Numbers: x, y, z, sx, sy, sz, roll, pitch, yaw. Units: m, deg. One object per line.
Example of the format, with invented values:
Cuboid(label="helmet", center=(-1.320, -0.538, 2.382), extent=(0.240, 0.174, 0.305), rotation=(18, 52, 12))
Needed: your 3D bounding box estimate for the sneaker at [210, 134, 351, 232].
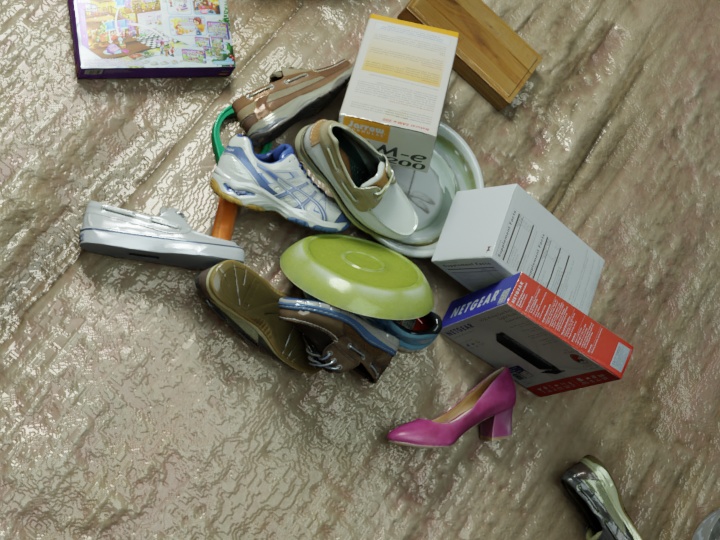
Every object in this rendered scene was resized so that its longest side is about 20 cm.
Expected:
Cuboid(label="sneaker", center=(-0.085, -0.109, 1.416), extent=(0.200, 0.075, 0.088), rotation=(16, 99, -33))

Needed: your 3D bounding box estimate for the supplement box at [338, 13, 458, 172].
Cuboid(label="supplement box", center=(0.050, -0.234, 1.477), extent=(0.126, 0.074, 0.200), rotation=(14, 53, 3))

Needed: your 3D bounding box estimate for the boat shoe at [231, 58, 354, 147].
Cuboid(label="boat shoe", center=(-0.085, -0.234, 1.464), extent=(0.072, 0.076, 0.200), rotation=(50, 51, 3))

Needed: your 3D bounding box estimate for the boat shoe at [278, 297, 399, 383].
Cuboid(label="boat shoe", center=(-0.027, 0.088, 1.367), extent=(0.200, 0.072, 0.073), rotation=(26, 77, -42))

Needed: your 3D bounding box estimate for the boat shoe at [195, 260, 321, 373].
Cuboid(label="boat shoe", center=(-0.119, 0.055, 1.389), extent=(0.200, 0.065, 0.073), rotation=(46, 64, -29))

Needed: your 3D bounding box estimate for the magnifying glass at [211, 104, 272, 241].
Cuboid(label="magnifying glass", center=(-0.162, -0.120, 1.444), extent=(0.079, 0.022, 0.200), rotation=(15, 71, -19))

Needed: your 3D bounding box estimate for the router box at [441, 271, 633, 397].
Cuboid(label="router box", center=(0.221, 0.087, 1.455), extent=(0.179, 0.200, 0.049), rotation=(33, 68, -11))

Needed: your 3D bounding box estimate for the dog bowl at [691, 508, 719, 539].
Cuboid(label="dog bowl", center=(0.549, 0.421, 1.592), extent=(0.200, 0.059, 0.201), rotation=(5, 76, -21))

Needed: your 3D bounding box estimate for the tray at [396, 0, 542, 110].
Cuboid(label="tray", center=(0.159, -0.333, 1.614), extent=(0.200, 0.037, 0.099), rotation=(40, 66, -9))

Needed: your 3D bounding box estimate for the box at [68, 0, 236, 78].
Cuboid(label="box", center=(-0.265, -0.315, 1.433), extent=(0.200, 0.039, 0.137), rotation=(-5, 81, -23))

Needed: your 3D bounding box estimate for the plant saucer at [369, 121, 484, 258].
Cuboid(label="plant saucer", center=(0.069, -0.110, 1.518), extent=(0.200, 0.050, 0.201), rotation=(5, 77, -22))

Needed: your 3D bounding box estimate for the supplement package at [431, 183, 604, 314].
Cuboid(label="supplement package", center=(0.210, -0.013, 1.487), extent=(0.200, 0.114, 0.110), rotation=(36, 66, -34))

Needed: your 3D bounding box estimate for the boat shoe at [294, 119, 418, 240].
Cuboid(label="boat shoe", center=(0.006, -0.109, 1.413), extent=(0.200, 0.068, 0.075), rotation=(40, 64, -24))

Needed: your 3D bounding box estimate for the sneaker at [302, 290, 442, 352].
Cuboid(label="sneaker", center=(0.021, 0.035, 1.444), extent=(0.200, 0.090, 0.079), rotation=(24, 70, -15))

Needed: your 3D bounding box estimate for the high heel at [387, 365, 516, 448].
Cuboid(label="high heel", center=(0.120, 0.177, 1.459), extent=(0.200, 0.067, 0.096), rotation=(-1, 90, -27))

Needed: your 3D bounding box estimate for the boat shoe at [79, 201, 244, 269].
Cuboid(label="boat shoe", center=(-0.235, -0.045, 1.365), extent=(0.200, 0.074, 0.066), rotation=(10, 75, -19))

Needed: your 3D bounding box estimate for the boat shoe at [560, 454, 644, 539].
Cuboid(label="boat shoe", center=(0.331, 0.349, 1.518), extent=(0.065, 0.073, 0.200), rotation=(-26, 85, -14))

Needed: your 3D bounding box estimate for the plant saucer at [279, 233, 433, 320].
Cuboid(label="plant saucer", center=(0.000, 0.000, 1.396), extent=(0.200, 0.200, 0.031), rotation=(9, 112, -20))
